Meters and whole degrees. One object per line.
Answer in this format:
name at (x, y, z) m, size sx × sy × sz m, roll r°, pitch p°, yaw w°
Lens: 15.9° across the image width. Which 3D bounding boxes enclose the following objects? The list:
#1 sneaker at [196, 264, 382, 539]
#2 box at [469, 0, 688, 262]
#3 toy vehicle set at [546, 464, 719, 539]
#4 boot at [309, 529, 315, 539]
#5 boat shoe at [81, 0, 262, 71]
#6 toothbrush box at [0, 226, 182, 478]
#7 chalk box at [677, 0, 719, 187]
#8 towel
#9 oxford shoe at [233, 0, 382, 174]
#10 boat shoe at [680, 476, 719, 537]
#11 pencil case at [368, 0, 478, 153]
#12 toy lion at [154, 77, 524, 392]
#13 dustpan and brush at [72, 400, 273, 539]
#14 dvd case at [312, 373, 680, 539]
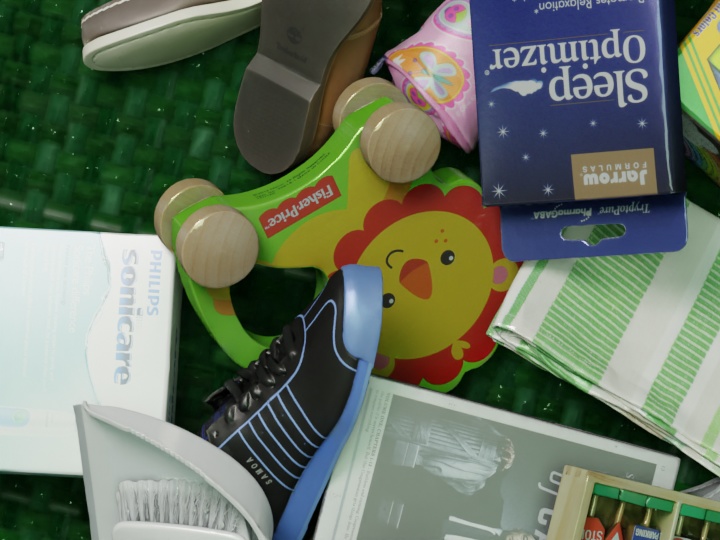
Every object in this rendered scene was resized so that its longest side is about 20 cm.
sneaker at (-0.048, 0.079, 1.497) m, size 0.077 × 0.070 × 0.201 m, roll 14°, pitch 117°, yaw -14°
box at (0.126, -0.108, 1.500) m, size 0.120 × 0.032 × 0.202 m, roll -4°, pitch 93°, yaw 25°
toy vehicle set at (0.189, 0.193, 1.501) m, size 0.199 × 0.026 × 0.125 m, roll 15°, pitch 87°, yaw -30°
boot at (0.016, 0.254, 1.561) m, size 0.143 × 0.071 × 0.203 m, roll 15°, pitch 88°, yaw -5°
boat shoe at (-0.082, -0.178, 1.588) m, size 0.199 × 0.072 × 0.060 m, roll -20°, pitch 80°, yaw -5°
toothbrush box at (-0.209, 0.050, 1.561) m, size 0.198 × 0.085 × 0.148 m, roll 2°, pitch 84°, yaw 1°
chalk box at (0.279, -0.086, 1.554) m, size 0.200 × 0.125 × 0.124 m, roll 41°, pitch 87°, yaw 2°
towel at (0.192, 0.028, 1.565) m, size 0.199 × 0.023 × 0.153 m, roll 30°, pitch 66°, yaw -2°
oxford shoe at (-0.016, -0.155, 1.552) m, size 0.071 × 0.071 × 0.201 m, roll 38°, pitch 123°, yaw 22°
boat shoe at (0.144, 0.160, 1.560) m, size 0.200 × 0.070 × 0.072 m, roll -25°, pitch 92°, yaw 1°
pencil case at (0.101, -0.163, 1.581) m, size 0.200 × 0.087 × 0.087 m, roll -44°, pitch 87°, yaw -2°
toy lion at (0.000, 0.000, 1.543) m, size 0.199 × 0.069 × 0.193 m, roll -29°, pitch 118°, yaw -10°
dustpan and brush at (-0.073, 0.154, 1.473) m, size 0.198 × 0.057 × 0.140 m, roll 7°, pitch 126°, yaw 13°
dvd case at (0.074, 0.157, 1.514) m, size 0.198 × 0.025 × 0.152 m, roll 15°, pitch 86°, yaw 0°
